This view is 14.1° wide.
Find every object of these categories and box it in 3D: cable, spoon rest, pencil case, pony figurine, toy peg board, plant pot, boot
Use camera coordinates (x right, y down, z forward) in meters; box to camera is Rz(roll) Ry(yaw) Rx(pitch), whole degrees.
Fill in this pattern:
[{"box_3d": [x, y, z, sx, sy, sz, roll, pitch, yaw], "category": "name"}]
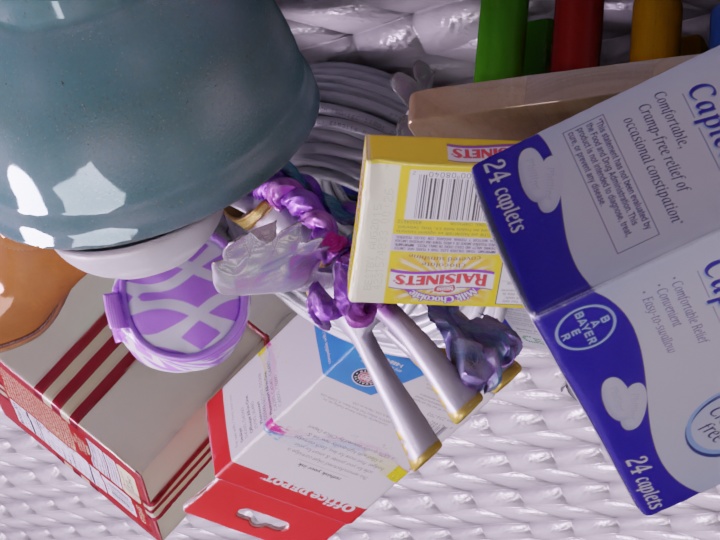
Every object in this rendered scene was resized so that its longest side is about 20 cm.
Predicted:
[{"box_3d": [0.006, -0.034, 1.734, 0.200, 0.069, 0.200, 46, 142, -15], "category": "cable"}, {"box_3d": [-0.117, -0.050, 1.615, 0.099, 0.200, 0.061, -14, 110, 9], "category": "spoon rest"}, {"box_3d": [-0.110, 0.022, 1.742, 0.085, 0.084, 0.200, -21, 176, -4], "category": "pencil case"}, {"box_3d": [0.000, 0.000, 1.599, 0.200, 0.166, 0.193, 49, 159, 6], "category": "pony figurine"}, {"box_3d": [0.155, -0.083, 1.533, 0.199, 0.098, 0.200, -7, 151, 23], "category": "toy peg board"}, {"box_3d": [-0.135, -0.124, 1.572, 0.200, 0.200, 0.134, 7, 130, 33], "category": "plant pot"}, {"box_3d": [-0.207, -0.022, 1.777, 0.074, 0.200, 0.155, 61, -177, 17], "category": "boot"}]

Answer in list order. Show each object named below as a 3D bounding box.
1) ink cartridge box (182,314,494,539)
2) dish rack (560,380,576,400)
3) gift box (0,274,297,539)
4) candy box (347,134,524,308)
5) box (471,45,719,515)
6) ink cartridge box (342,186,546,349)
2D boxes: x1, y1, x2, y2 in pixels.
[{"box_3d": [-0.020, 0.095, 1.903, 0.116, 0.067, 0.200, 23, 129, -33], "category": "ink cartridge box"}, {"box_3d": [0.213, 0.054, 1.775, 0.153, 0.055, 0.200, 21, 136, -5], "category": "dish rack"}, {"box_3d": [-0.132, 0.064, 2.029, 0.200, 0.187, 0.185, 38, 164, 11], "category": "gift box"}, {"box_3d": [0.097, -0.022, 1.477, 0.199, 0.026, 0.102, 2, 137, -6], "category": "candy box"}, {"box_3d": [0.183, -0.004, 1.404, 0.200, 0.105, 0.184, -26, 138, 6], "category": "box"}, {"box_3d": [0.081, -0.009, 1.851, 0.197, 0.047, 0.200, 11, 156, 29], "category": "ink cartridge box"}]
